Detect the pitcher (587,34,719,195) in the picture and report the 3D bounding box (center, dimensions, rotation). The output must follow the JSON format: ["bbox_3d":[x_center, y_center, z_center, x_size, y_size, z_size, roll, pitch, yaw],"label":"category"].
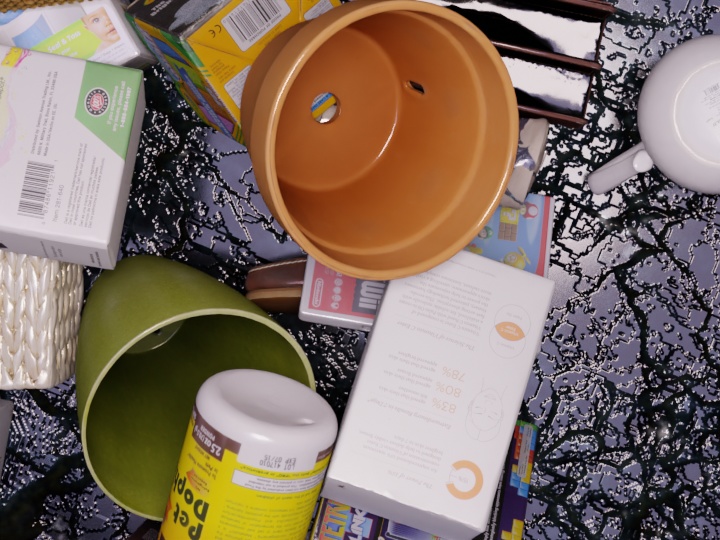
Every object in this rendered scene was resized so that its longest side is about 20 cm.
[{"bbox_3d":[0.258,-0.109,1.329,0.171,0.200,0.122,-35,90,7],"label":"pitcher"}]

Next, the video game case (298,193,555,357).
[{"bbox_3d":[0.056,-0.011,1.385,0.198,0.017,0.144,10,66,-3],"label":"video game case"}]

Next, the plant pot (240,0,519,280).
[{"bbox_3d":[-0.002,-0.107,1.239,0.199,0.140,0.202,-7,108,-23],"label":"plant pot"}]

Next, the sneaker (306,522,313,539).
[{"bbox_3d":[-0.004,0.256,1.416,0.198,0.115,0.076,-7,93,5],"label":"sneaker"}]

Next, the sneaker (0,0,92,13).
[{"bbox_3d":[-0.279,-0.256,1.326,0.198,0.075,0.091,-5,85,-2],"label":"sneaker"}]

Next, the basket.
[{"bbox_3d":[-0.302,0.000,1.412,0.122,0.136,0.202,3,94,2],"label":"basket"}]

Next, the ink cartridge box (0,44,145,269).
[{"bbox_3d":[-0.278,-0.094,1.305,0.198,0.084,0.146,10,77,-3],"label":"ink cartridge box"}]

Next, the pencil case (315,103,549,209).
[{"bbox_3d":[0.057,-0.106,1.375,0.198,0.090,0.078,12,110,0],"label":"pencil case"}]

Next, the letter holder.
[{"bbox_3d":[0.098,-0.186,1.364,0.198,0.142,0.101,13,95,3],"label":"letter holder"}]

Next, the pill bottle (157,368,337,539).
[{"bbox_3d":[-0.092,0.184,1.263,0.109,0.109,0.201,17,110,3],"label":"pill bottle"}]

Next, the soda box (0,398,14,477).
[{"bbox_3d":[-0.359,0.208,1.466,0.068,0.064,0.202,12,94,3],"label":"soda box"}]

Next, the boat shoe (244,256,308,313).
[{"bbox_3d":[0.000,0.000,1.424,0.198,0.070,0.071,-1,78,-4],"label":"boat shoe"}]

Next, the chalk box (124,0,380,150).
[{"bbox_3d":[-0.098,-0.192,1.362,0.125,0.200,0.124,-40,117,-8],"label":"chalk box"}]

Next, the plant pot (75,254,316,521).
[{"bbox_3d":[-0.155,0.070,1.364,0.186,0.200,0.188,-10,119,-18],"label":"plant pot"}]

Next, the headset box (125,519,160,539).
[{"bbox_3d":[-0.204,0.305,1.392,0.077,0.200,0.149,31,95,1],"label":"headset box"}]

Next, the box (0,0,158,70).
[{"bbox_3d":[-0.269,-0.240,1.408,0.112,0.101,0.201,-28,91,5],"label":"box"}]

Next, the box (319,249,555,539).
[{"bbox_3d":[0.058,0.092,1.288,0.124,0.098,0.201,19,74,0],"label":"box"}]

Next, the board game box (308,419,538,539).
[{"bbox_3d":[0.051,0.190,1.366,0.164,0.201,0.057,16,131,1],"label":"board game box"}]
